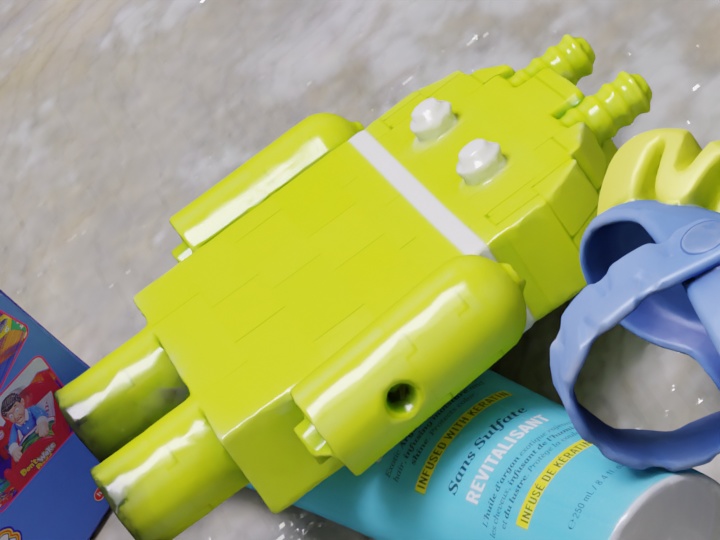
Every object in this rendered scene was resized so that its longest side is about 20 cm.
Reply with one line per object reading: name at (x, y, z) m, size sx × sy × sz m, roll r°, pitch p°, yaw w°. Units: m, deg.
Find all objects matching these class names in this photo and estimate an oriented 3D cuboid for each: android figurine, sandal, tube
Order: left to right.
android figurine at (0.000, 0.000, 0.784) m, size 0.200 × 0.041 × 0.182 m, roll -37°, pitch 25°, yaw 0°
tube at (0.023, 0.054, 0.758) m, size 0.077 × 0.051 × 0.200 m, roll -43°, pitch 35°, yaw -20°
sandal at (0.123, 0.018, 0.643) m, size 0.199 × 0.080 × 0.087 m, roll 2°, pitch 40°, yaw 47°

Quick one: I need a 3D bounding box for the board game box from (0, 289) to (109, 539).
board game box at (-0.165, 0.093, 0.804) m, size 0.045 × 0.134 × 0.200 m, roll 19°, pitch 71°, yaw 44°
